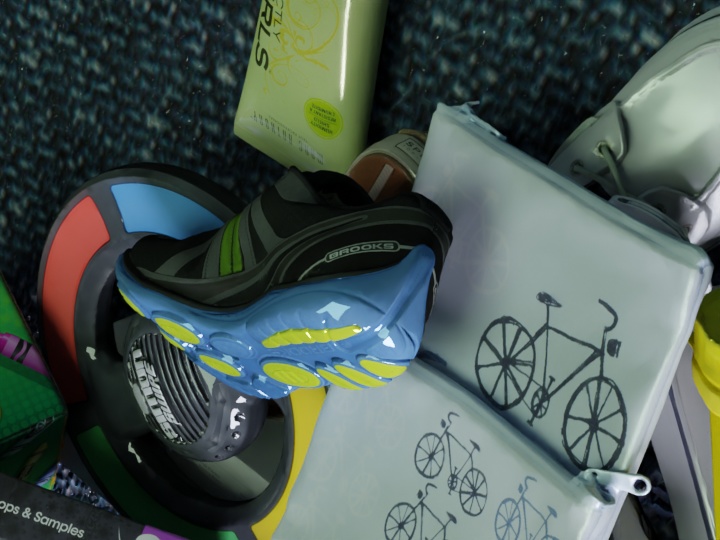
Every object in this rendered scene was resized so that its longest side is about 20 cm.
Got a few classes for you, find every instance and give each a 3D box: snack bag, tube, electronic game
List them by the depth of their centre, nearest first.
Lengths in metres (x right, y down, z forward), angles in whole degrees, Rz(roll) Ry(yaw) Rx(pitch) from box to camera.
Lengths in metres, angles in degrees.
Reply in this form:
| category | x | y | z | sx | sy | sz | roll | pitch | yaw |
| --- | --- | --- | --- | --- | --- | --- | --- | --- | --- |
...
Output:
| category | x | y | z | sx | sy | sz | roll | pitch | yaw |
| --- | --- | --- | --- | --- | --- | --- | --- | --- | --- |
| snack bag | 0.045 | 0.052 | 0.999 | 0.189 | 0.021 | 0.200 | 36 | 109 | 53 |
| tube | -0.013 | -0.123 | 1.135 | 0.058 | 0.052 | 0.200 | -100 | 18 | -52 |
| electronic game | -0.075 | 0.048 | 1.182 | 0.200 | 0.042 | 0.200 | 22 | 124 | 37 |

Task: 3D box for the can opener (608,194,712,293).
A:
| category | x | y | z | sx | sy | sz | roll | pitch | yaw |
| --- | --- | --- | --- | --- | --- | --- | --- | --- | --- |
| can opener | 0.056 | 0.044 | 1.036 | 0.053 | 0.067 | 0.200 | 43 | 126 | -7 |

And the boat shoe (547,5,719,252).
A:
| category | x | y | z | sx | sy | sz | roll | pitch | yaw |
| --- | --- | --- | --- | --- | --- | --- | --- | --- | --- |
| boat shoe | 0.107 | -0.025 | 1.044 | 0.074 | 0.067 | 0.200 | 49 | 132 | 18 |

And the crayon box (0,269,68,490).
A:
| category | x | y | z | sx | sy | sz | roll | pitch | yaw |
| --- | --- | --- | --- | --- | --- | --- | --- | --- | --- |
| crayon box | -0.199 | 0.054 | 1.303 | 0.119 | 0.058 | 0.200 | 63 | 164 | 12 |

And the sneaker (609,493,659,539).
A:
| category | x | y | z | sx | sy | sz | roll | pitch | yaw |
| --- | --- | --- | --- | --- | --- | --- | --- | --- | --- |
| sneaker | 0.090 | 0.140 | 1.061 | 0.074 | 0.081 | 0.200 | 59 | -173 | -42 |

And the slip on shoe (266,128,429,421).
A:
| category | x | y | z | sx | sy | sz | roll | pitch | yaw |
| --- | --- | --- | --- | --- | --- | --- | --- | --- | --- |
| slip on shoe | 0.000 | 0.000 | 1.160 | 0.076 | 0.061 | 0.200 | 51 | 140 | 13 |

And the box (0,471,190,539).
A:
| category | x | y | z | sx | sy | sz | roll | pitch | yaw |
| --- | --- | --- | --- | --- | --- | --- | --- | --- | --- |
| box | -0.154 | 0.131 | 1.226 | 0.200 | 0.036 | 0.143 | 17 | 159 | 13 |

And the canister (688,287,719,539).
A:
| category | x | y | z | sx | sy | sz | roll | pitch | yaw |
| --- | --- | --- | --- | --- | --- | --- | --- | --- | --- |
| canister | 0.200 | 0.105 | 0.962 | 0.087 | 0.148 | 0.200 | -103 | 7 | -70 |

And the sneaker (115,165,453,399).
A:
| category | x | y | z | sx | sy | sz | roll | pitch | yaw |
| --- | --- | --- | --- | --- | --- | --- | --- | --- | --- |
| sneaker | -0.028 | 0.002 | 1.057 | 0.071 | 0.083 | 0.200 | 42 | 157 | -26 |

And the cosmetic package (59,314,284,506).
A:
| category | x | y | z | sx | sy | sz | roll | pitch | yaw |
| --- | --- | --- | --- | --- | --- | --- | --- | --- | --- |
| cosmetic package | -0.054 | 0.108 | 1.259 | 0.200 | 0.051 | 0.083 | 37 | 131 | 27 |

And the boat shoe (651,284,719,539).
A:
| category | x | y | z | sx | sy | sz | roll | pitch | yaw |
| --- | --- | --- | --- | --- | --- | --- | --- | --- | --- |
| boat shoe | 0.170 | 0.099 | 1.037 | 0.066 | 0.072 | 0.200 | -18 | 88 | 45 |
